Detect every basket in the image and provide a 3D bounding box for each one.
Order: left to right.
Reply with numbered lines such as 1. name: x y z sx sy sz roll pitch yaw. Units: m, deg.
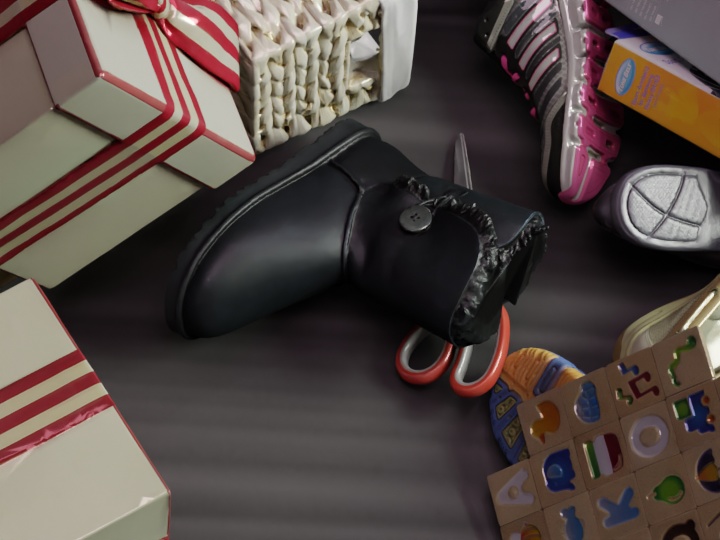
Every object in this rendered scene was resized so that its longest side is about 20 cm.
1. basket: -0.067 -0.195 1.528 0.123 0.136 0.200 -30 68 -16

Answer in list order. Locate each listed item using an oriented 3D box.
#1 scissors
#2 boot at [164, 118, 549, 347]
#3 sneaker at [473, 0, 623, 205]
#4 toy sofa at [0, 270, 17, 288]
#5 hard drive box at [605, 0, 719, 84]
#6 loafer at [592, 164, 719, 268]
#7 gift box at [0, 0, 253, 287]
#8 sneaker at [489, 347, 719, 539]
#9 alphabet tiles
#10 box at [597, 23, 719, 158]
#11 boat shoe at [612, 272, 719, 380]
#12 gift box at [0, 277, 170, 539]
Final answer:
1. scissors: 0.073 -0.006 1.496 0.073 0.014 0.201 -1 56 26
2. boot: 0.000 0.000 1.441 0.168 0.077 0.200 30 56 31
3. sneaker: 0.120 -0.138 1.549 0.087 0.074 0.201 -8 78 26
4. toy sofa: -0.299 -0.030 1.381 0.083 0.200 0.098 -33 70 18
5. hard drive box: 0.275 -0.164 1.501 0.155 0.077 0.200 -3 34 -41
6. loafer: 0.245 -0.031 1.506 0.199 0.063 0.072 9 85 -18
7. gift box: -0.189 -0.130 1.374 0.186 0.184 0.201 -31 68 19
8. sneaker: 0.163 0.120 1.424 0.200 0.088 0.075 41 109 33
9. alphabet tiles: 0.165 0.134 1.362 0.200 0.006 0.167 -27 67 31
10. box: 0.248 -0.104 1.506 0.200 0.042 0.119 32 27 31
11. boat shoe: 0.247 0.020 1.436 0.200 0.063 0.073 -28 102 -21
12. gift box: -0.218 0.146 1.308 0.186 0.185 0.200 -26 61 -19
